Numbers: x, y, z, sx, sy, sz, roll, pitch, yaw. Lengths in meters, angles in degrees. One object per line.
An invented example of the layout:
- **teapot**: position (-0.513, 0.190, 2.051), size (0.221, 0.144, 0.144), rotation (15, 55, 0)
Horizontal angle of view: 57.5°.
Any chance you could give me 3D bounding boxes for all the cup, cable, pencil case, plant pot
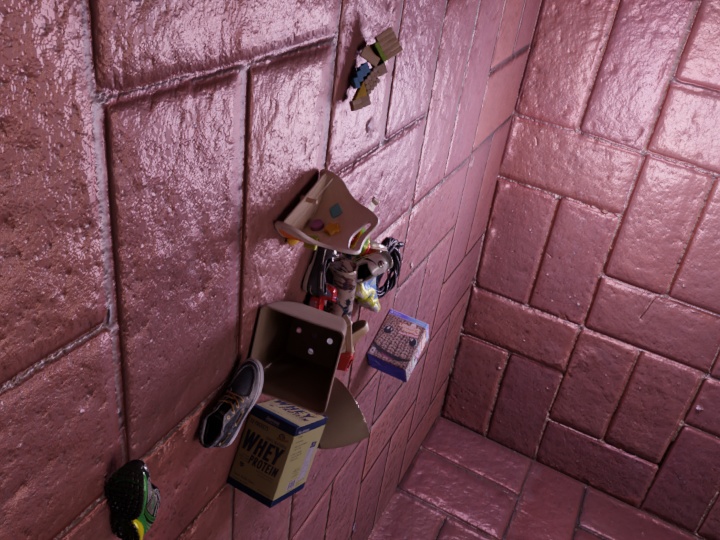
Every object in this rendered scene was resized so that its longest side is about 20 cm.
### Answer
- **cup**: position (-0.085, 0.439, 1.921), size (0.141, 0.201, 0.203), rotation (-30, 145, -20)
- **cable**: position (0.086, -0.005, 2.120), size (0.205, 0.050, 0.163), rotation (-71, 161, 3)
- **pencil case**: position (-0.055, 0.056, 1.738), size (0.076, 0.089, 0.204), rotation (-19, 136, -30)
- **plant pot**: position (-0.131, 0.179, 1.522), size (0.177, 0.195, 0.205), rotation (-47, 154, -73)

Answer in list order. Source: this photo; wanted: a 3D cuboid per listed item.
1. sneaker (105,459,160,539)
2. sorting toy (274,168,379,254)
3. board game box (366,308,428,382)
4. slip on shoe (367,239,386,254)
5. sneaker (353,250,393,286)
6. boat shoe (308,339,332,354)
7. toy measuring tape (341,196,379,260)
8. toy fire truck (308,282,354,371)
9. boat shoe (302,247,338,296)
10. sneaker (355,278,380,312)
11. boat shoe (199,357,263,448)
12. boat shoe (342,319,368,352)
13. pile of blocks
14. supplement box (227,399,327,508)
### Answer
- **sneaker**: position (-0.400, 0.400, 1.172), size (0.086, 0.077, 0.203), rotation (-56, 166, -51)
- **sorting toy**: position (-0.059, -0.102, 1.432), size (0.201, 0.177, 0.108), rotation (-54, 155, -36)
- **board game box**: position (0.137, 0.270, 2.365), size (0.202, 0.156, 0.098), rotation (-59, 158, -29)
- **slip on shoe**: position (0.039, -0.050, 1.922), size (0.062, 0.073, 0.200), rotation (-64, 165, -5)
- **sneaker**: position (0.000, 0.000, 1.777), size (0.088, 0.075, 0.199), rotation (-31, -178, -32)
- **boat shoe**: position (-0.116, 0.189, 1.749), size (0.071, 0.072, 0.200), rotation (-51, 176, 29)
- **toy measuring tape**: position (0.010, -0.107, 1.766), size (0.203, 0.072, 0.074), rotation (-61, 159, -10)
- **toy fire truck**: position (-0.072, 0.139, 1.648), size (0.049, 0.137, 0.206), rotation (37, 65, -79)
- **boat shoe**: position (-0.079, -0.035, 1.617), size (0.205, 0.061, 0.073), rotation (-70, 161, -2)
- **sneaker**: position (0.031, 0.056, 1.991), size (0.107, 0.074, 0.200), rotation (-66, 160, -11)
- **boat shoe**: position (-0.271, 0.283, 1.389), size (0.204, 0.069, 0.091), rotation (-67, 165, -2)
- **boat shoe**: position (-0.047, 0.212, 1.798), size (0.199, 0.065, 0.072), rotation (-39, -165, 14)
- **pile of blocks**: position (0.017, -0.457, 1.497), size (0.203, 0.081, 0.062), rotation (-60, -157, -2)
- **supplement box**: position (-0.203, 0.445, 1.642), size (0.205, 0.132, 0.199), rotation (-71, 161, 3)
